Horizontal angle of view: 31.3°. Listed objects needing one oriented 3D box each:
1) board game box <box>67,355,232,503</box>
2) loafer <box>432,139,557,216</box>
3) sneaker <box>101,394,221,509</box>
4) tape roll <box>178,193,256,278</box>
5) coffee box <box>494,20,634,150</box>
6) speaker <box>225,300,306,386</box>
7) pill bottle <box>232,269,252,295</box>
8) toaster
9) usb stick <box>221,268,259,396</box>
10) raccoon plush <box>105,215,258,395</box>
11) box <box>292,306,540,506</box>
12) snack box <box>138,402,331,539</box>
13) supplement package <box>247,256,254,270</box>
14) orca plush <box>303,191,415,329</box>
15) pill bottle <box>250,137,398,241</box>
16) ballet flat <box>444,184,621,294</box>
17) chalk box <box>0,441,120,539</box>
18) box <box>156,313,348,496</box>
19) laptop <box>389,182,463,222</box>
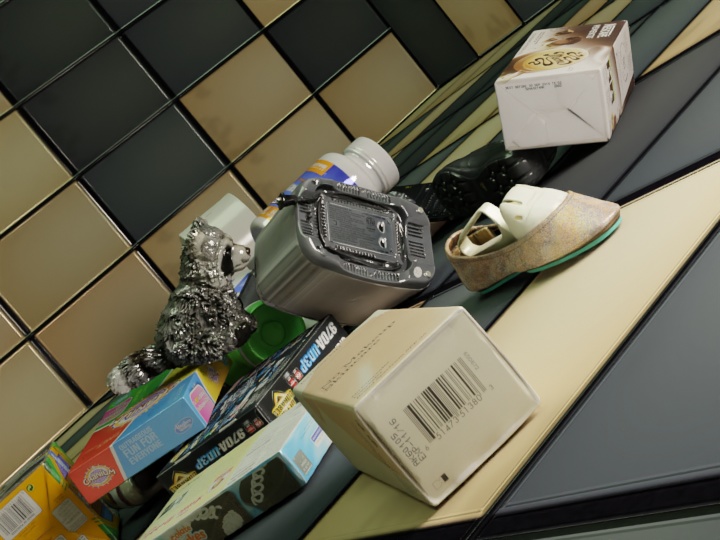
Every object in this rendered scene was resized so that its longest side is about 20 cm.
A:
[{"bbox_3d":[-0.221,0.156,1.384,0.152,0.040,0.200,-34,11,10],"label":"board game box"},{"bbox_3d":[0.150,-0.107,1.439,0.070,0.068,0.200,-35,9,-26],"label":"loafer"},{"bbox_3d":[-0.214,0.198,1.488,0.090,0.075,0.200,-17,29,51],"label":"sneaker"},{"bbox_3d":[-0.258,-0.038,2.641,0.139,0.203,0.203,-40,7,-11],"label":"tape roll"},{"bbox_3d":[0.225,-0.202,1.384,0.112,0.080,0.200,-3,23,22],"label":"coffee box"},{"bbox_3d":[-0.122,0.089,1.514,0.088,0.089,0.200,-43,2,-20],"label":"speaker"},{"bbox_3d":[-0.148,0.065,1.760,0.112,0.112,0.200,-37,7,22],"label":"pill bottle"},{"bbox_3d":[-0.028,-0.015,1.356,0.129,0.199,0.114,-42,45,46],"label":"toaster"},{"bbox_3d":[-0.153,0.085,1.638,0.201,0.055,0.033,-62,22,21],"label":"usb stick"},{"bbox_3d":[-0.200,0.036,1.355,0.199,0.135,0.097,-30,20,-12],"label":"raccoon plush"},{"bbox_3d":[0.028,0.082,0.828,0.095,0.078,0.200,-42,7,-13],"label":"box"},{"bbox_3d":[-0.105,0.183,1.082,0.200,0.037,0.116,-37,7,27],"label":"snack box"},{"bbox_3d":[-0.054,-0.039,1.911,0.200,0.110,0.114,-36,7,31],"label":"supplement package"},{"bbox_3d":[0.000,0.000,1.525,0.201,0.105,0.071,-66,-27,-14],"label":"orca plush"},{"bbox_3d":[-0.044,-0.087,1.736,0.200,0.112,0.112,-45,8,-19],"label":"pill bottle"},{"bbox_3d":[0.128,-0.031,1.043,0.068,0.067,0.200,-45,8,-32],"label":"ballet flat"},{"bbox_3d":[-0.356,0.285,1.455,0.125,0.124,0.200,-42,6,-6],"label":"chalk box"},{"bbox_3d":[-0.104,0.140,1.313,0.159,0.046,0.200,-37,8,31],"label":"box"},{"bbox_3d":[0.111,-0.134,1.608,0.198,0.104,0.177,-6,17,16],"label":"laptop"}]
